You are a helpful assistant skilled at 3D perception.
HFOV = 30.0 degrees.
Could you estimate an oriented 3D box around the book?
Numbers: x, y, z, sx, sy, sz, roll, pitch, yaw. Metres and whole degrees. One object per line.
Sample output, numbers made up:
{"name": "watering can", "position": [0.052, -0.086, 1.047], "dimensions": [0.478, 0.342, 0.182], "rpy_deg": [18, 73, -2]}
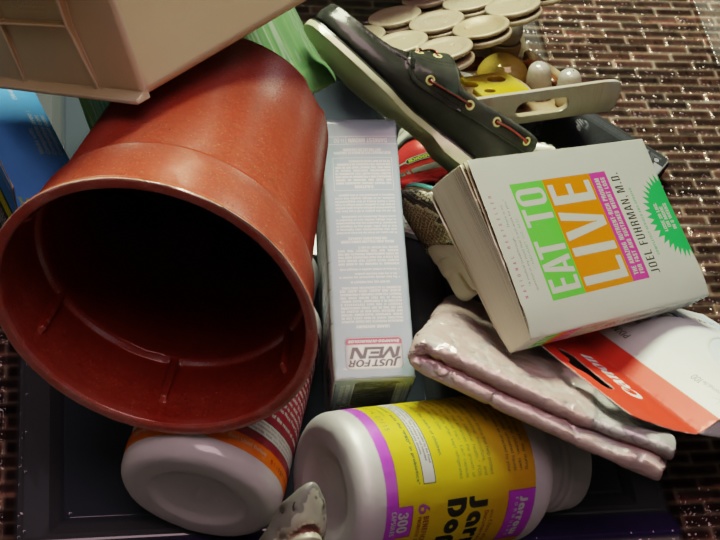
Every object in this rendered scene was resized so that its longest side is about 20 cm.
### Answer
{"name": "book", "position": [0.159, -0.021, 0.983], "dimensions": [0.198, 0.048, 0.135], "rpy_deg": [-11, 73, -39]}

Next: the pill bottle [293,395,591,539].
{"name": "pill bottle", "position": [0.061, 0.140, 0.923], "dimensions": [0.198, 0.105, 0.105], "rpy_deg": [-3, 54, -30]}

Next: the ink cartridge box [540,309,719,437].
{"name": "ink cartridge box", "position": [0.225, 0.065, 0.969], "dimensions": [0.198, 0.048, 0.160], "rpy_deg": [15, 16, -33]}

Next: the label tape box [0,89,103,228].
{"name": "label tape box", "position": [-0.236, -0.054, 0.956], "dimensions": [0.063, 0.201, 0.145], "rpy_deg": [-19, 60, -23]}

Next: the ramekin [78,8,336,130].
{"name": "ramekin", "position": [-0.127, -0.152, 1.040], "dimensions": [0.199, 0.199, 0.099], "rpy_deg": [-28, 100, -27]}

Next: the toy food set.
{"name": "toy food set", "position": [0.117, -0.182, 1.169], "dimensions": [0.142, 0.061, 0.200], "rpy_deg": [-10, 29, -17]}

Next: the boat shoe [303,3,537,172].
{"name": "boat shoe", "position": [0.045, -0.135, 1.010], "dimensions": [0.201, 0.074, 0.063], "rpy_deg": [37, 86, -13]}

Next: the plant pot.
{"name": "plant pot", "position": [-0.107, -0.036, 0.855], "dimensions": [0.198, 0.202, 0.196], "rpy_deg": [14, 42, 0]}

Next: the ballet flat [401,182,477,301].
{"name": "ballet flat", "position": [0.113, -0.002, 1.028], "dimensions": [0.198, 0.068, 0.076], "rpy_deg": [19, 74, -18]}

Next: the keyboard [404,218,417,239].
{"name": "keyboard", "position": [-0.020, -0.070, 1.131], "dimensions": [0.198, 0.011, 0.057], "rpy_deg": [17, 53, 1]}

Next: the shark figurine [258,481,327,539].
{"name": "shark figurine", "position": [-0.108, 0.222, 0.876], "dimensions": [0.213, 0.129, 0.090], "rpy_deg": [-30, 37, -9]}

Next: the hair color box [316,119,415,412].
{"name": "hair color box", "position": [0.000, 0.000, 0.998], "dimensions": [0.060, 0.099, 0.202], "rpy_deg": [-1, 68, -6]}

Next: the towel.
{"name": "towel", "position": [0.133, 0.076, 0.965], "dimensions": [0.189, 0.033, 0.200], "rpy_deg": [24, 10, 6]}

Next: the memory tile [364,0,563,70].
{"name": "memory tile", "position": [0.083, -0.223, 1.185], "dimensions": [0.152, 0.017, 0.199], "rpy_deg": [15, 38, 40]}

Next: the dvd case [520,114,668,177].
{"name": "dvd case", "position": [0.159, -0.077, 1.158], "dimensions": [0.150, 0.025, 0.200], "rpy_deg": [35, 53, 14]}

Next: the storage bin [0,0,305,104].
{"name": "storage bin", "position": [-0.141, -0.199, 0.873], "dimensions": [0.197, 0.095, 0.200], "rpy_deg": [13, 40, 44]}

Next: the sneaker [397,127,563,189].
{"name": "sneaker", "position": [0.116, -0.057, 1.084], "dimensions": [0.198, 0.077, 0.086], "rpy_deg": [14, 70, 2]}

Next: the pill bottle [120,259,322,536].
{"name": "pill bottle", "position": [-0.089, 0.074, 0.948], "dimensions": [0.112, 0.113, 0.202], "rpy_deg": [14, 53, 0]}
